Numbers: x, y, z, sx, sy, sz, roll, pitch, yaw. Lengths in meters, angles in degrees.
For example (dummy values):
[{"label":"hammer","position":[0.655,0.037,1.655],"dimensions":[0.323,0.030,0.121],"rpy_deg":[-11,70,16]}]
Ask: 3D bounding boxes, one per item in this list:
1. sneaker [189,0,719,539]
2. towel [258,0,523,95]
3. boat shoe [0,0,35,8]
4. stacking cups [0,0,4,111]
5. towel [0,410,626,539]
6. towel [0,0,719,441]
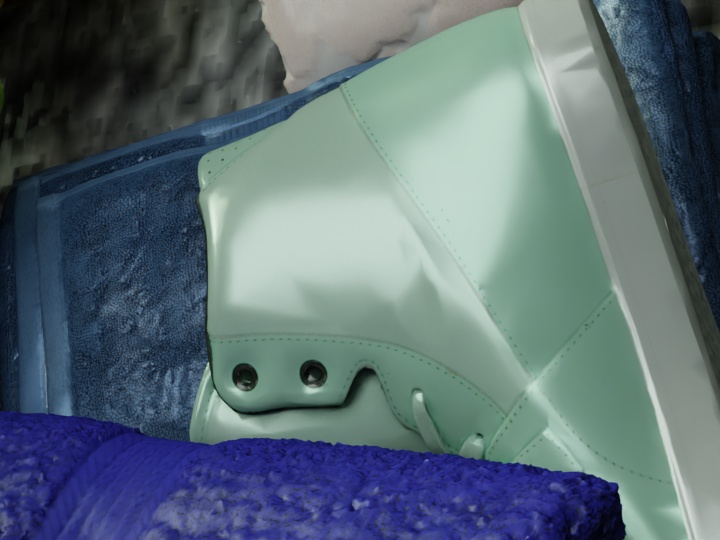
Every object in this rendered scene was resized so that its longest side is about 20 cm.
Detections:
[{"label":"sneaker","position":[0.029,0.049,0.651],"dimensions":[0.118,0.074,0.201],"rpy_deg":[-20,80,10]},{"label":"towel","position":[0.039,-0.166,0.769],"dimensions":[0.200,0.032,0.192],"rpy_deg":[-24,83,13]},{"label":"boat shoe","position":[-0.146,-0.108,0.858],"dimensions":[0.199,0.071,0.065],"rpy_deg":[-4,43,30]},{"label":"stacking cups","position":[-0.119,0.000,0.753],"dimensions":[0.060,0.061,0.201],"rpy_deg":[-18,55,17]},{"label":"towel","position":[-0.055,0.091,0.589],"dimensions":[0.200,0.050,0.148],"rpy_deg":[3,56,36]},{"label":"towel","position":[0.000,0.000,0.733],"dimensions":[0.199,0.049,0.112],"rpy_deg":[-16,59,18]}]
